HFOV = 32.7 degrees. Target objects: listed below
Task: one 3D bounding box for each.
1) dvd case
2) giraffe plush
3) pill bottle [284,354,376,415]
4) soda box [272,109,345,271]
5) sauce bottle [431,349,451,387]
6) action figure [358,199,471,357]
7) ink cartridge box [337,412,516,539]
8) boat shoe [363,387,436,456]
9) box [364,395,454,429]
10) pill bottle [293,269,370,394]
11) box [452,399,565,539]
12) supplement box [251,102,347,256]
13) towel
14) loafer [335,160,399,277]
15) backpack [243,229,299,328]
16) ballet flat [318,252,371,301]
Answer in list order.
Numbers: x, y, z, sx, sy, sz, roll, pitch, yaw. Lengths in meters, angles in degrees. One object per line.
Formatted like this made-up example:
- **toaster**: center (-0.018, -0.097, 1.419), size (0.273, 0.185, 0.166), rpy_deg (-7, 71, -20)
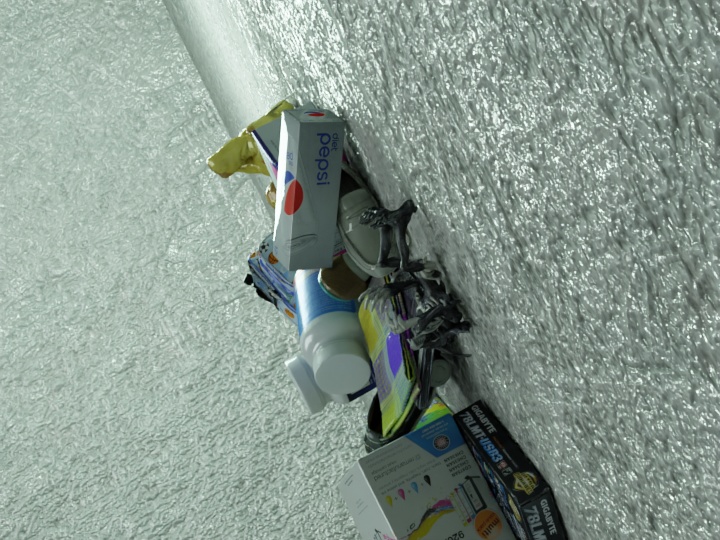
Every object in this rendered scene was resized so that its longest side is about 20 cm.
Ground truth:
- **dvd case**: center (0.059, 0.069, 1.607), size (0.200, 0.016, 0.151), rpy_deg (-128, 40, -63)
- **giraffe plush**: center (-0.119, -0.167, 1.930), size (0.163, 0.173, 0.199), rpy_deg (53, 140, -9)
- **pill bottle**: center (-0.012, 0.137, 1.911), size (0.117, 0.198, 0.116), rpy_deg (61, 174, 11)
- **soda box**: center (-0.069, -0.105, 1.597), size (0.063, 0.067, 0.203), rpy_deg (-139, 50, -57)
- **sauce bottle**: center (0.073, 0.099, 1.694), size (0.065, 0.064, 0.200), rpy_deg (66, 171, -26)
- **action figure**: center (0.054, 0.026, 1.388), size (0.119, 0.101, 0.203), rpy_deg (17, 133, 65)
- **ink cartridge box**: center (0.086, 0.318, 1.565), size (0.202, 0.145, 0.145), rpy_deg (62, 159, 14)
- **boat shoe**: center (0.058, 0.171, 1.707), size (0.071, 0.201, 0.068), rpy_deg (8, 139, 24)
- **box**: center (0.116, 0.315, 1.954), size (0.195, 0.121, 0.200), rpy_deg (66, 173, -14)
- **pill bottle**: center (-0.037, 0.079, 1.789), size (0.202, 0.110, 0.113), rpy_deg (-100, -9, -48)
- **box**: center (0.197, 0.294, 1.532), size (0.199, 0.049, 0.202), rpy_deg (51, 166, 58)
- **supplement box**: center (-0.065, -0.119, 1.755), size (0.101, 0.102, 0.202), rpy_deg (54, 168, 49)
- **towel**: center (0.035, 0.102, 1.623), size (0.144, 0.022, 0.203), rpy_deg (113, 151, -52)
- **loafer**: center (-0.006, -0.072, 1.611), size (0.201, 0.069, 0.070), rpy_deg (59, -179, 40)
- **backpack**: center (-0.068, 0.001, 1.975), size (0.191, 0.199, 0.154), rpy_deg (47, 170, 17)
- **ballet flat**: center (0.000, 0.000, 1.697), size (0.068, 0.072, 0.200), rpy_deg (51, -168, 13)
